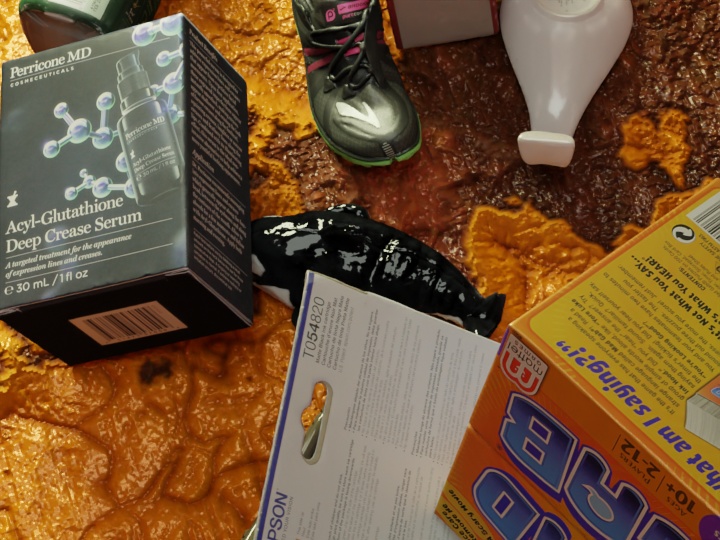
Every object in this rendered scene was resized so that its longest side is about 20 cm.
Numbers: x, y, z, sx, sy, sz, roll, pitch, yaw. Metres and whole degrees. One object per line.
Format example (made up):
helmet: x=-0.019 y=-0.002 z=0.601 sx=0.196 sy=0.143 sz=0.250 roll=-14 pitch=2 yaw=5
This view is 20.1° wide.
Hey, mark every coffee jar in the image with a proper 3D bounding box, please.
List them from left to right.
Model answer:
coffee jar: x=-0.180 y=-0.247 z=1.527 sx=0.085 sy=0.104 sz=0.201 roll=18 pitch=68 yaw=11

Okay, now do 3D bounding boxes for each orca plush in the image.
orca plush: x=0.000 y=0.000 z=1.411 sx=0.199 sy=0.071 sz=0.105 roll=29 pitch=71 yaw=17

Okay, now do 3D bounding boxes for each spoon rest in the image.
spoon rest: x=0.144 y=-0.150 z=1.483 sx=0.099 sy=0.061 sz=0.201 roll=7 pitch=53 yaw=8

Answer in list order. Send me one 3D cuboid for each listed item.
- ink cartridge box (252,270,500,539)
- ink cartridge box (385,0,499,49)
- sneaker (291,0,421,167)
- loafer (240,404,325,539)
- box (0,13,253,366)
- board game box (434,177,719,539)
ink cartridge box: x=0.025 y=0.124 z=1.314 sx=0.199 sy=0.041 sz=0.200 roll=23 pitch=64 yaw=-23
ink cartridge box: x=0.045 y=-0.288 z=1.499 sx=0.082 sy=0.147 sz=0.201 roll=-9 pitch=64 yaw=4
sneaker: x=-0.012 y=-0.162 z=1.481 sx=0.076 sy=0.084 sz=0.201 roll=-21 pitch=65 yaw=-3
loafer: x=-0.029 y=0.160 z=1.342 sx=0.067 sy=0.076 sz=0.200 roll=32 pitch=68 yaw=1
box: x=-0.163 y=-0.055 z=1.415 sx=0.148 sy=0.107 sz=0.201 roll=-13 pitch=63 yaw=19
board game box: x=0.200 y=0.111 z=1.237 sx=0.199 sy=0.200 sz=0.200 roll=-32 pitch=65 yaw=-34
